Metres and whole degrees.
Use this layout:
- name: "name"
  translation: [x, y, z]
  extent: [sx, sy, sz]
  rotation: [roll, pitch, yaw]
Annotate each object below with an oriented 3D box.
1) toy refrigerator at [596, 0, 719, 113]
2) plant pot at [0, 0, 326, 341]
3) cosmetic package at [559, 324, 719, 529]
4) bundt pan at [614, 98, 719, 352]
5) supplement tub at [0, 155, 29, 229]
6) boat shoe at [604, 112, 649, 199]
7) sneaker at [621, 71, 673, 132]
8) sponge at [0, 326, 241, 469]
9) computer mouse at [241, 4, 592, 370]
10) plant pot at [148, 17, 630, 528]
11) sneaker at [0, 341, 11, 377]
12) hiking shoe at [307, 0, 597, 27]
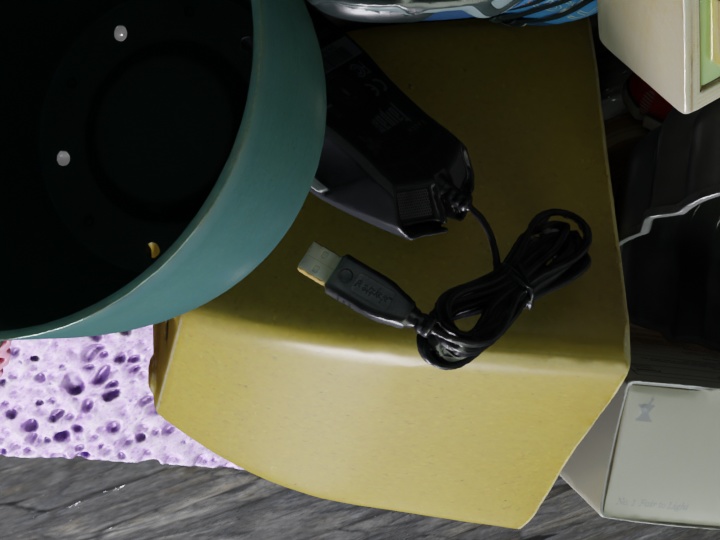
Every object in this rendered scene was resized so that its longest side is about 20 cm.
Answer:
- name: "toy refrigerator"
  translation: [0.141, -0.165, 0.902]
  extent: [0.076, 0.070, 0.200]
  rotation: [-28, 140, -17]
- name: "plant pot"
  translation: [-0.103, -0.066, 0.864]
  extent: [0.200, 0.201, 0.161]
  rotation: [-27, 166, 14]
- name: "cosmetic package"
  translation: [0.139, 0.064, 1.166]
  extent: [0.103, 0.200, 0.073]
  rotation: [8, 104, -17]
- name: "bundt pan"
  translation: [0.213, -0.030, 1.067]
  extent: [0.202, 0.076, 0.202]
  rotation: [2, 155, 1]
- name: "supplement tub"
  translation: [-0.243, 0.006, 0.979]
  extent: [0.200, 0.123, 0.123]
  rotation: [-17, 156, -10]
- name: "boat shoe"
  translation: [0.108, -0.038, 1.238]
  extent: [0.071, 0.065, 0.200]
  rotation: [9, 149, -24]
- name: "sneaker"
  translation: [0.224, -0.121, 1.173]
  extent: [0.200, 0.077, 0.085]
  rotation: [-15, 137, -23]
- name: "sponge"
  translation: [-0.121, 0.054, 1.191]
  extent: [0.200, 0.030, 0.112]
  rotation: [4, 127, -18]
- name: "computer mouse"
  translation: [-0.006, -0.032, 0.966]
  extent: [0.140, 0.200, 0.046]
  rotation: [-44, 170, -51]
- name: "plant pot"
  translation: [0.000, 0.000, 1.093]
  extent: [0.200, 0.194, 0.196]
  rotation: [2, 151, -11]
- name: "sneaker"
  translation: [-0.245, 0.055, 1.105]
  extent: [0.095, 0.079, 0.200]
  rotation: [-29, 167, -48]
- name: "hiking shoe"
  translation: [0.063, -0.132, 0.990]
  extent: [0.200, 0.074, 0.087]
  rotation: [-12, 154, -20]
